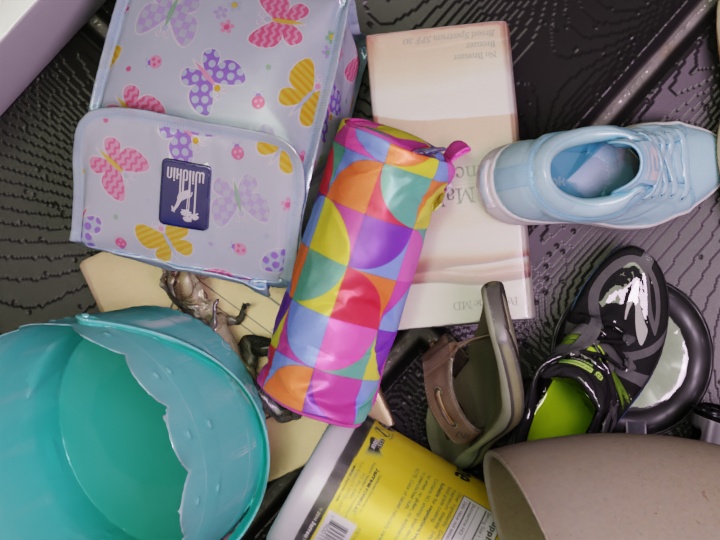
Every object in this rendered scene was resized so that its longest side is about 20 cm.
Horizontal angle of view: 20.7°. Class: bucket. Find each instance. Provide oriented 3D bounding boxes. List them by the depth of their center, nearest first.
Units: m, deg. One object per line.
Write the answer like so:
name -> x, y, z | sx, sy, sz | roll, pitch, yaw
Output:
bucket -> -0.167, 0.123, 1.324 | 0.205, 0.135, 0.210 | 6, 104, 26

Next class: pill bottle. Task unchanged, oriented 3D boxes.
pill bottle -> 0.046, 0.186, 1.329 | 0.199, 0.112, 0.113 | 30, 93, 1

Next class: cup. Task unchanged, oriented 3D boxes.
cup -> 0.175, 0.178, 1.185 | 0.142, 0.200, 0.202 | -21, 87, -7

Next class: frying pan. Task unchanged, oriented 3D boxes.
frying pan -> 0.177, 0.096, 1.372 | 0.114, 0.031, 0.192 | 19, 88, 7

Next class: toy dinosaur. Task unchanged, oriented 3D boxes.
toy dinosaur -> -0.077, 0.074, 1.369 | 0.087, 0.047, 0.202 | -17, 89, 22

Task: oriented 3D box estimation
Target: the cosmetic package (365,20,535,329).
cosmetic package -> 0.062, -0.062, 1.356 | 0.102, 0.087, 0.202 | -7, 89, 5

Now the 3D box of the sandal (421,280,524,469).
sandal -> 0.065, 0.080, 1.301 | 0.057, 0.202, 0.081 | -2, 60, -14

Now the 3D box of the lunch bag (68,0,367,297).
lunch bag -> -0.096, -0.096, 1.342 | 0.168, 0.127, 0.202 | 14, 81, 11

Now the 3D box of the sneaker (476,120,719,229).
sneaker -> 0.178, -0.062, 1.305 | 0.198, 0.082, 0.075 | -11, 94, -30

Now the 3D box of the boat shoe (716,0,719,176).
boat shoe -> 0.283, -0.107, 1.332 | 0.073, 0.063, 0.202 | -7, 87, -25

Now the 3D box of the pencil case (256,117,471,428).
pencil case -> 0.000, 0.000, 1.281 | 0.088, 0.088, 0.202 | 22, 98, 6

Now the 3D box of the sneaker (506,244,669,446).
sneaker -> 0.154, 0.071, 1.307 | 0.070, 0.083, 0.201 | 28, 70, 6

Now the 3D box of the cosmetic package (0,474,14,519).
cosmetic package -> -0.318, 0.095, 1.406 | 0.101, 0.071, 0.202 | -22, 86, 6

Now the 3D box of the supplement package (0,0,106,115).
supplement package -> -0.269, -0.196, 1.379 | 0.121, 0.120, 0.200 | 45, 94, 7

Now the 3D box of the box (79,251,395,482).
box -> -0.088, 0.052, 1.404 | 0.162, 0.021, 0.202 | -25, 87, 5

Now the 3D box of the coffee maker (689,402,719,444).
coffee maker -> 0.283, 0.206, 1.320 | 0.190, 0.135, 0.202 | 18, 93, -20
